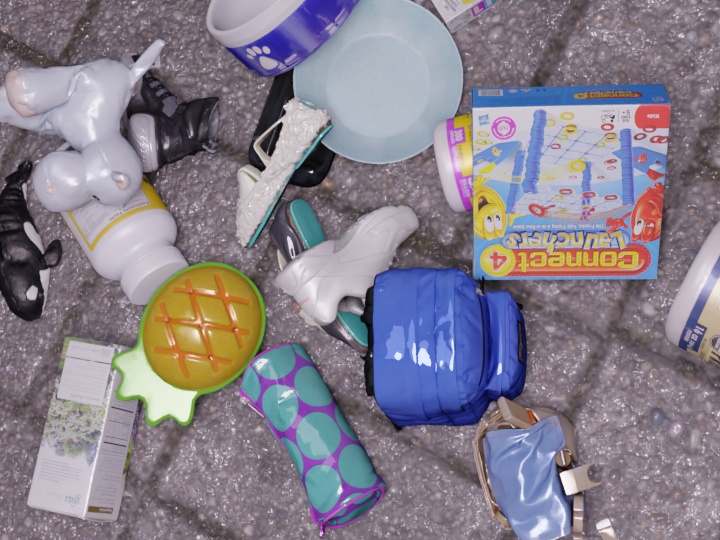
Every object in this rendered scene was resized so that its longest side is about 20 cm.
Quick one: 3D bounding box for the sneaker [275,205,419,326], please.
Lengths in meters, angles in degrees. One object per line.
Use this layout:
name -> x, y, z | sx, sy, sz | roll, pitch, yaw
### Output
sneaker -> 0.000, 0.000, 1.275 | 0.199, 0.078, 0.100 | -33, 90, -33

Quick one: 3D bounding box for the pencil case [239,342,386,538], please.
pencil case -> -0.056, 0.184, 1.269 | 0.092, 0.085, 0.201 | -30, 70, -10

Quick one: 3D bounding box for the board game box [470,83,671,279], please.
board game box -> 0.213, -0.089, 1.193 | 0.197, 0.056, 0.198 | -1, 119, 6

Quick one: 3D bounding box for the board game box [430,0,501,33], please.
board game box -> 0.114, -0.403, 1.382 | 0.134, 0.034, 0.201 | -32, 71, 7

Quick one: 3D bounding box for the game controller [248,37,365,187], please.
game controller -> -0.062, -0.203, 1.390 | 0.103, 0.042, 0.202 | 20, 84, 5

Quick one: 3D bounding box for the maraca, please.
maraca -> -0.194, 0.083, 1.315 | 0.137, 0.107, 0.201 | 39, 81, 4

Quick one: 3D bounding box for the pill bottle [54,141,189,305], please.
pill bottle -> -0.289, -0.061, 1.378 | 0.112, 0.112, 0.201 | -38, 71, 5

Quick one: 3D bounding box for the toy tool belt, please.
toy tool belt -> 0.186, 0.228, 1.169 | 0.124, 0.123, 0.202 | -23, 73, 10

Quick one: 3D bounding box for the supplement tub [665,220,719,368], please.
supplement tub -> 0.418, 0.050, 1.133 | 0.199, 0.144, 0.145 | 29, 86, 20

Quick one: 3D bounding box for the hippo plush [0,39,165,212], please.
hippo plush -> -0.305, -0.145, 1.300 | 0.198, 0.159, 0.163 | -14, 89, -14

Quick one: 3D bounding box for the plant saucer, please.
plant saucer -> 0.021, -0.220, 1.351 | 0.198, 0.039, 0.204 | 0, 82, 1

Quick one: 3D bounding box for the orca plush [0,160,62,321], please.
orca plush -> -0.432, -0.041, 1.436 | 0.104, 0.071, 0.203 | 0, 77, 16

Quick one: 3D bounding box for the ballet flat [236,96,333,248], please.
ballet flat -> -0.102, -0.118, 1.329 | 0.072, 0.071, 0.201 | 48, 120, 20

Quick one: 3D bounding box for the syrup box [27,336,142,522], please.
syrup box -> -0.315, 0.186, 1.345 | 0.078, 0.081, 0.203 | 7, 80, 19

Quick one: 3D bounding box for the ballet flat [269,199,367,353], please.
ballet flat -> -0.049, 0.016, 1.322 | 0.073, 0.073, 0.201 | -30, 77, 7

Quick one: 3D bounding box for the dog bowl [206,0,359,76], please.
dog bowl -> -0.084, -0.328, 1.345 | 0.199, 0.079, 0.201 | -30, 37, 26

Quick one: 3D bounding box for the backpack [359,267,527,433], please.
backpack -> 0.085, 0.072, 1.193 | 0.166, 0.200, 0.165 | -8, 74, 14

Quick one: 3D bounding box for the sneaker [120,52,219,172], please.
sneaker -> -0.234, -0.199, 1.417 | 0.112, 0.076, 0.201 | -7, 47, -15

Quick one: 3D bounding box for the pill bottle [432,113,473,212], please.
pill bottle -> 0.185, -0.135, 1.263 | 0.198, 0.104, 0.106 | -13, 74, 13
